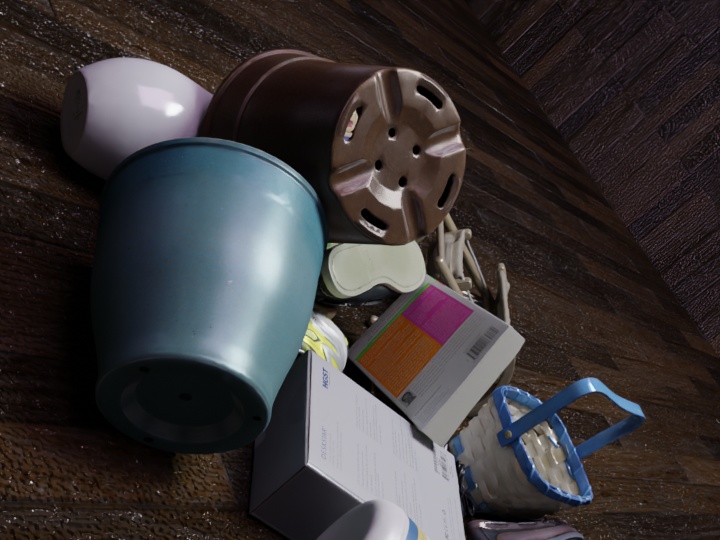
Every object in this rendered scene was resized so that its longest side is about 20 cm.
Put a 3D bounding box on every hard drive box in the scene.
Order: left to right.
[{"bbox_3d":[0.001,0.192,0.896,0.199,0.077,0.157,40,24,-22],"label":"hard drive box"}]

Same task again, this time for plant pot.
[{"bbox_3d":[-0.128,0.034,0.787,0.199,0.199,0.190,33,42,-32],"label":"plant pot"},{"bbox_3d":[-0.019,-0.110,0.916,0.199,0.203,0.197,32,-12,-34],"label":"plant pot"}]

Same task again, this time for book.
[{"bbox_3d":[0.074,0.084,1.034,0.048,0.134,0.200,41,-2,-26],"label":"book"}]

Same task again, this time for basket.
[{"bbox_3d":[0.210,0.193,1.105,0.176,0.198,0.141,32,34,-49],"label":"basket"}]

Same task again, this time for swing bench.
[{"bbox_3d":[0.126,0.046,1.297,0.200,0.130,0.200,42,23,-16],"label":"swing bench"}]

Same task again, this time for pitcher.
[{"bbox_3d":[-0.206,-0.137,1.003,0.197,0.171,0.124,5,75,-36],"label":"pitcher"}]

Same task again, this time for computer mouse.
[{"bbox_3d":[0.083,0.173,1.081,0.110,0.043,0.202,67,1,-49],"label":"computer mouse"}]

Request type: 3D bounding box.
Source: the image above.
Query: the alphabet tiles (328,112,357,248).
[{"bbox_3d":[-0.021,-0.117,1.071,0.007,0.204,0.166,8,5,37],"label":"alphabet tiles"}]

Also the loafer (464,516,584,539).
[{"bbox_3d":[0.183,0.295,1.084,0.199,0.072,0.063,10,38,-52],"label":"loafer"}]

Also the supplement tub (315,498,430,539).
[{"bbox_3d":[0.037,0.287,0.721,0.200,0.144,0.145,46,22,-4],"label":"supplement tub"}]

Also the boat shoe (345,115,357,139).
[{"bbox_3d":[-0.042,-0.152,1.091,0.056,0.069,0.200,10,-23,39],"label":"boat shoe"}]

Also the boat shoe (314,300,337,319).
[{"bbox_3d":[-0.110,-0.004,1.022,0.200,0.065,0.072,42,23,-17],"label":"boat shoe"}]

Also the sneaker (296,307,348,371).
[{"bbox_3d":[-0.094,0.047,0.961,0.199,0.075,0.077,38,33,-12],"label":"sneaker"}]

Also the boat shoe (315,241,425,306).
[{"bbox_3d":[0.001,0.002,1.052,0.198,0.065,0.076,-20,91,-58],"label":"boat shoe"}]
